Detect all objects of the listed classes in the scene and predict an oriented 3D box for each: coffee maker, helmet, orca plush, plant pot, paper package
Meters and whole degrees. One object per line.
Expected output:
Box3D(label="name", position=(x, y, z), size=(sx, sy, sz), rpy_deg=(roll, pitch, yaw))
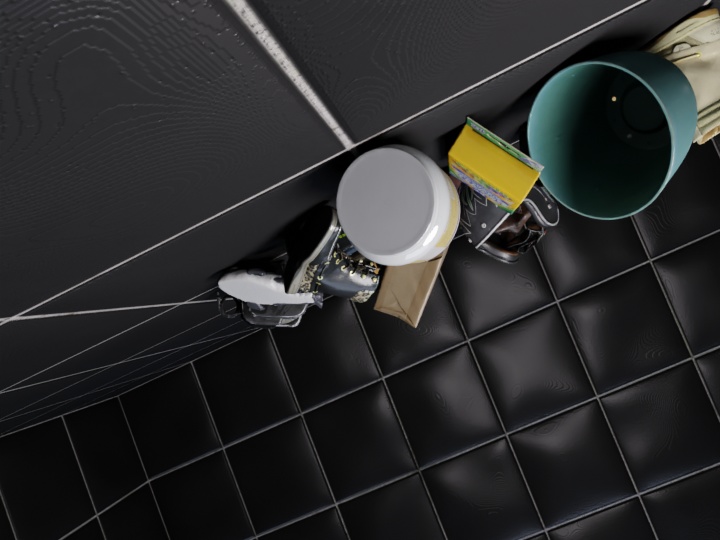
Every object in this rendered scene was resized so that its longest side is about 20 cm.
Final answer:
Box3D(label="coffee maker", position=(-0.200, 0.064, 1.242), size=(0.188, 0.138, 0.200), rpy_deg=(-22, 175, -11))
Box3D(label="helmet", position=(0.296, -0.128, 1.271), size=(0.187, 0.205, 0.199), rpy_deg=(24, 156, -18))
Box3D(label="orca plush", position=(-0.159, 0.013, 1.114), size=(0.194, 0.107, 0.072), rpy_deg=(-3, -135, 14))
Box3D(label="plant pot", position=(0.350, -0.197, 0.812), size=(0.159, 0.204, 0.200), rpy_deg=(-32, -179, -33))
Box3D(label="paper package", position=(0.120, -0.019, 1.274), size=(0.201, 0.101, 0.195), rpy_deg=(-57, 166, -57))

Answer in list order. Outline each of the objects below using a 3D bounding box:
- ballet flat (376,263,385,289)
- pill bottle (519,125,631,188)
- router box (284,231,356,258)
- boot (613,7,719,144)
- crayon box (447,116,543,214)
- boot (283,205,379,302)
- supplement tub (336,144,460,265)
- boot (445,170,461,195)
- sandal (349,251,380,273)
Box3D(label="ballet flat", position=(0.028, -0.007, 1.333), size=(0.066, 0.073, 0.203), rpy_deg=(-16, -138, 11))
Box3D(label="pill bottle", position=(0.381, -0.231, 1.038), size=(0.195, 0.115, 0.112), rpy_deg=(-24, 176, 2))
Box3D(label="router box", position=(-0.027, -0.065, 1.118), size=(0.196, 0.064, 0.150), rpy_deg=(-25, 177, 11))
Box3D(label="boot", position=(0.450, -0.251, 0.876), size=(0.071, 0.159, 0.199), rpy_deg=(-20, 175, -28))
Box3D(label="crayon box", position=(0.191, -0.147, 0.892), size=(0.052, 0.124, 0.200), rpy_deg=(-55, 172, 4))
Box3D(label="boot", position=(-0.031, -0.020, 1.004), size=(0.150, 0.075, 0.205), rpy_deg=(11, 141, -23))
Box3D(label="supplement tub", position=(0.053, -0.082, 0.796), size=(0.142, 0.149, 0.200), rpy_deg=(-24, 175, 14))
Box3D(label="boot", position=(0.129, -0.147, 1.056), size=(0.166, 0.072, 0.202), rpy_deg=(-46, 163, -30))
Box3D(label="sandal", position=(0.000, 0.000, 1.223), size=(0.080, 0.056, 0.199), rpy_deg=(-16, 166, -43))
